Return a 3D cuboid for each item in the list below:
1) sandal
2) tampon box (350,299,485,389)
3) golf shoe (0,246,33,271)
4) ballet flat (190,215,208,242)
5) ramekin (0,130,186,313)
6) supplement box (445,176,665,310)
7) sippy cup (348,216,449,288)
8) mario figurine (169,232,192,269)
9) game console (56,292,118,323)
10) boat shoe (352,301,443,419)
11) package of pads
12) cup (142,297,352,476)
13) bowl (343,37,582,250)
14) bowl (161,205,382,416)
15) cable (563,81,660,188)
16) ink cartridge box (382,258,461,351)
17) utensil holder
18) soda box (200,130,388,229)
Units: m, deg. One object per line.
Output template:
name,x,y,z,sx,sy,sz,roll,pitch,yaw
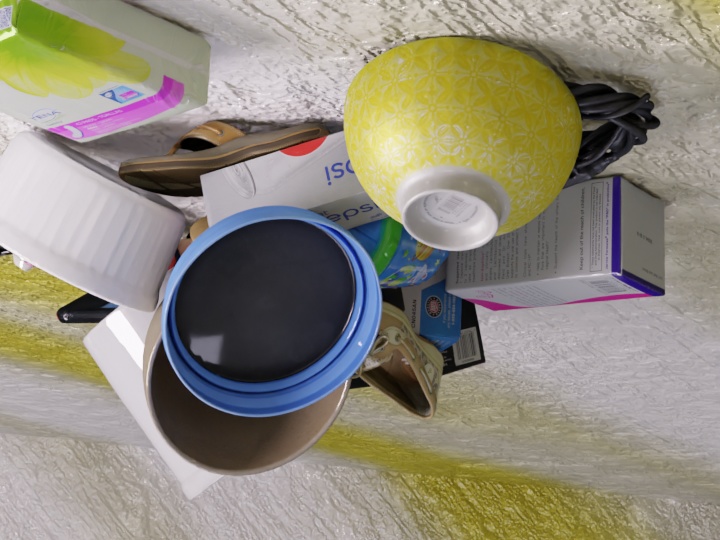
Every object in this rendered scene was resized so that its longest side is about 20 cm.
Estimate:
sandal,-0.123,-0.111,1.636,0.199,0.054,0.080,-13,160,5
tampon box,0.016,0.067,2.058,0.199,0.127,0.149,-10,-179,42
golf shoe,-0.326,-0.042,1.866,0.199,0.093,0.073,-5,162,27
ballet flat,-0.082,-0.042,1.901,0.199,0.069,0.063,7,138,-25
ramekin,-0.260,-0.050,1.666,0.200,0.098,0.200,29,-178,-1
supplement box,0.195,-0.023,1.790,0.199,0.104,0.101,-8,163,33
sippy cup,0.015,-0.040,1.714,0.177,0.141,0.130,-1,172,38
mario figurine,-0.221,-0.032,1.967,0.199,0.106,0.124,19,-162,-17
game console,-0.230,0.029,2.088,0.199,0.031,0.177,-1,-169,25
boat shoe,0.025,0.085,1.768,0.073,0.063,0.200,-20,146,29
package of pads,-0.240,-0.168,1.396,0.154,0.069,0.199,-10,160,39
cup,-0.123,0.073,1.694,0.199,0.201,0.143,10,-165,-24
bowl,0.079,-0.082,1.444,0.199,0.108,0.201,6,144,4
bowl,-0.080,0.034,1.579,0.199,0.202,0.039,9,-156,-23
cable,0.159,-0.126,1.522,0.163,0.051,0.199,24,152,-36
ink cartridge box,0.000,0.000,1.839,0.199,0.146,0.084,8,163,-18
utensil holder,-0.168,0.108,1.855,0.170,0.200,0.170,-37,177,-2
soda box,-0.039,-0.073,1.603,0.199,0.069,0.063,-16,155,10
